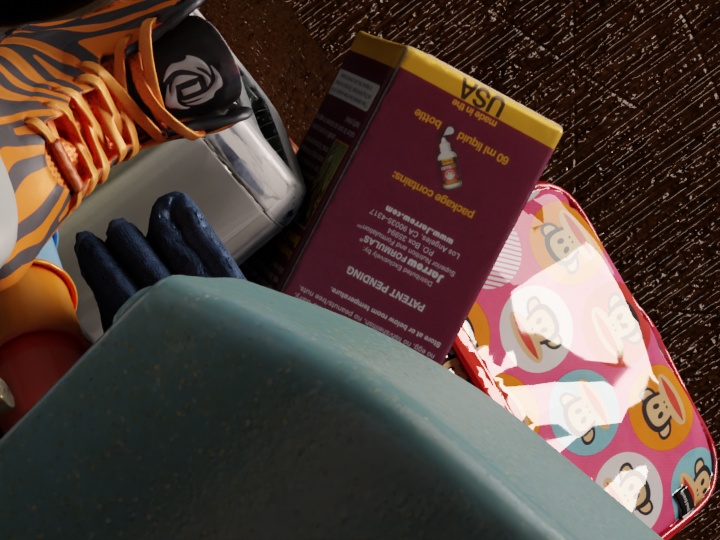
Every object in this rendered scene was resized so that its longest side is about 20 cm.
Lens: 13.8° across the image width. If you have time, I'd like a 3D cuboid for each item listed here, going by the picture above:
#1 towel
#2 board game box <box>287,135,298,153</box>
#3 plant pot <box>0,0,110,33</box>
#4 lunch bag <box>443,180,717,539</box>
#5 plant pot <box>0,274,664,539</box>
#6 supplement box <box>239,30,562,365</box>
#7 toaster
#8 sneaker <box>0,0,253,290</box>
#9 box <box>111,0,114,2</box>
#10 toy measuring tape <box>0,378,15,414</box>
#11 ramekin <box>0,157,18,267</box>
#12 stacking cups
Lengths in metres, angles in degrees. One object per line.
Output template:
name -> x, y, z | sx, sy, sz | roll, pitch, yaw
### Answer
towel -> -0.061, 0.067, 1.160 | 0.112, 0.048, 0.200 | 53, -20, 31
board game box -> -0.059, -0.021, 1.563 | 0.103, 0.019, 0.200 | 49, -23, 7
plant pot -> -0.186, -0.200, 1.471 | 0.187, 0.187, 0.200 | 53, -8, -5
lunch bag -> 0.071, 0.073, 1.482 | 0.082, 0.176, 0.200 | -16, -73, 57
plant pot -> -0.023, 0.108, 0.942 | 0.200, 0.196, 0.196 | 46, 6, 7
supplement box -> 0.000, 0.000, 1.352 | 0.086, 0.200, 0.110 | 27, 2, -13
toaster -> -0.105, -0.046, 1.344 | 0.114, 0.129, 0.200 | 50, 8, -23
sneaker -> -0.101, -0.058, 1.072 | 0.200, 0.112, 0.078 | -89, 162, -64
box -> -0.157, -0.140, 1.605 | 0.078, 0.095, 0.200 | 45, 10, -49
toy measuring tape -> -0.181, -0.038, 1.096 | 0.200, 0.073, 0.074 | 62, 5, -14
ramekin -> -0.194, -0.050, 0.912 | 0.201, 0.098, 0.200 | 52, 7, -9
stacking cups -> -0.145, 0.005, 1.186 | 0.061, 0.060, 0.200 | 47, 15, -44
